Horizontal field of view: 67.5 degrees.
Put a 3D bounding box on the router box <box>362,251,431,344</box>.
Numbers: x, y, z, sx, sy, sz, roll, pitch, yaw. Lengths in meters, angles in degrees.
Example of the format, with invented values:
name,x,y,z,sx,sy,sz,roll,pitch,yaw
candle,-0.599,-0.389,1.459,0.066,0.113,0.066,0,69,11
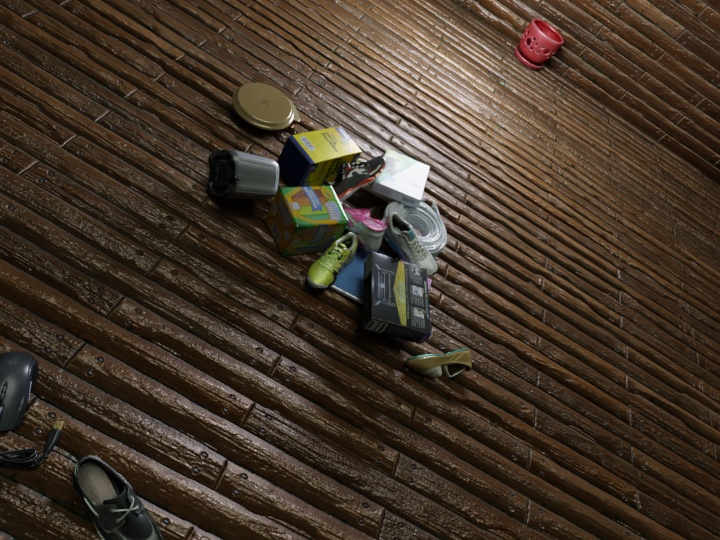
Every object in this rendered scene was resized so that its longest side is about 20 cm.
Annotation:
name,x,y,z,sx,sy,sz,roll,pitch,yaw
router box,0.086,0.064,1.294,0.156,0.052,0.201,17,48,-17

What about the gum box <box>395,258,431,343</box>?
name,x,y,z,sx,sy,sz,roll,pitch,yaw
gum box,0.102,0.071,1.382,0.113,0.066,0.201,30,46,-5

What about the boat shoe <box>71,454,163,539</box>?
name,x,y,z,sx,sy,sz,roll,pitch,yaw
boat shoe,-0.382,0.376,0.845,0.200,0.068,0.072,47,44,8

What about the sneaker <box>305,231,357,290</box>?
name,x,y,z,sx,sy,sz,roll,pitch,yaw
sneaker,-0.072,-0.029,1.339,0.075,0.077,0.200,28,46,9

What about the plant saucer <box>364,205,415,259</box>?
name,x,y,z,sx,sy,sz,roll,pitch,yaw
plant saucer,0.087,-0.116,1.550,0.199,0.032,0.201,16,50,-20

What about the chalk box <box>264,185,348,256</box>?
name,x,y,z,sx,sy,sz,roll,pitch,yaw
chalk box,-0.118,-0.129,1.368,0.199,0.124,0.125,-10,61,-36

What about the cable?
name,x,y,z,sx,sy,sz,roll,pitch,yaw
cable,0.150,-0.118,1.521,0.199,0.069,0.201,-1,57,-31

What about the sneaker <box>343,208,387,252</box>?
name,x,y,z,sx,sy,sz,roll,pitch,yaw
sneaker,-0.003,-0.110,1.442,0.081,0.089,0.200,-1,25,-24

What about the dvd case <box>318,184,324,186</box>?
name,x,y,z,sx,sy,sz,roll,pitch,yaw
dvd case,-0.111,-0.237,1.533,0.142,0.018,0.201,28,46,-11

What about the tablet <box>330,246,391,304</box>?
name,x,y,z,sx,sy,sz,roll,pitch,yaw
tablet,0.000,0.000,1.408,0.129,0.014,0.201,27,45,-1

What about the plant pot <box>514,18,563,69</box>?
name,x,y,z,sx,sy,sz,roll,pitch,yaw
plant pot,0.913,-1.161,2.780,0.199,0.183,0.202,16,49,-19

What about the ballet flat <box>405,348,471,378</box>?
name,x,y,z,sx,sy,sz,roll,pitch,yaw
ballet flat,0.200,0.232,1.318,0.199,0.069,0.064,-3,71,-32

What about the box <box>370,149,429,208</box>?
name,x,y,z,sx,sy,sz,roll,pitch,yaw
box,0.119,-0.270,1.566,0.143,0.036,0.201,22,40,-2

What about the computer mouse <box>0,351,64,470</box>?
name,x,y,z,sx,sy,sz,roll,pitch,yaw
computer mouse,-0.553,0.221,0.877,0.139,0.046,0.201,16,49,-18

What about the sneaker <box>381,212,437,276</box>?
name,x,y,z,sx,sy,sz,roll,pitch,yaw
sneaker,0.126,-0.068,1.385,0.075,0.087,0.200,-40,83,-20

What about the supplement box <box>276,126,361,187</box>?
name,x,y,z,sx,sy,sz,roll,pitch,yaw
supplement box,-0.115,-0.313,1.501,0.199,0.109,0.110,-25,70,-42

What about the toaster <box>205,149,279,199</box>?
name,x,y,z,sx,sy,sz,roll,pitch,yaw
toaster,-0.284,-0.231,1.312,0.128,0.199,0.115,1,96,-37

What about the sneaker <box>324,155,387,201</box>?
name,x,y,z,sx,sy,sz,roll,pitch,yaw
sneaker,-0.014,-0.271,1.487,0.200,0.077,0.082,-39,114,-13

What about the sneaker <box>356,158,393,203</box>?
name,x,y,z,sx,sy,sz,roll,pitch,yaw
sneaker,0.069,-0.274,1.636,0.199,0.077,0.111,37,32,16

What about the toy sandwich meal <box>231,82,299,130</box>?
name,x,y,z,sx,sy,sz,roll,pitch,yaw
toy sandwich meal,-0.283,-0.470,1.584,0.203,0.070,0.207,13,53,-18
